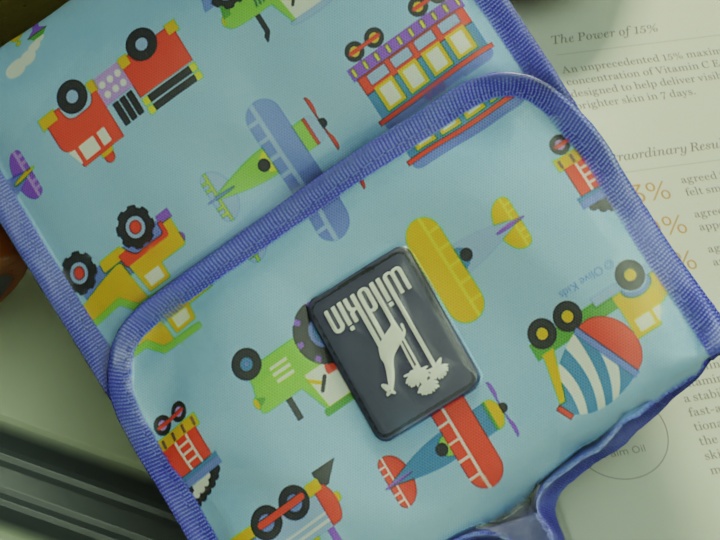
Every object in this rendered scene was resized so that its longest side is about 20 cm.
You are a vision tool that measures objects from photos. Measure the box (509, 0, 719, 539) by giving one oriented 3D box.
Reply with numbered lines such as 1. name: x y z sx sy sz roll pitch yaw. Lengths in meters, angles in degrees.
1. box: 0.086 0.021 0.772 0.124 0.098 0.201 -8 57 -14

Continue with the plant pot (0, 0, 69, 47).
1. plant pot: -0.073 -0.172 0.768 0.199 0.177 0.201 -18 60 -17

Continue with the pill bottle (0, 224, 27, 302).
1. pill bottle: -0.182 -0.062 0.765 0.106 0.106 0.200 -33 83 -19

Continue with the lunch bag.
1. lunch bag: 0.000 0.000 0.698 0.150 0.094 0.201 -34 66 7
